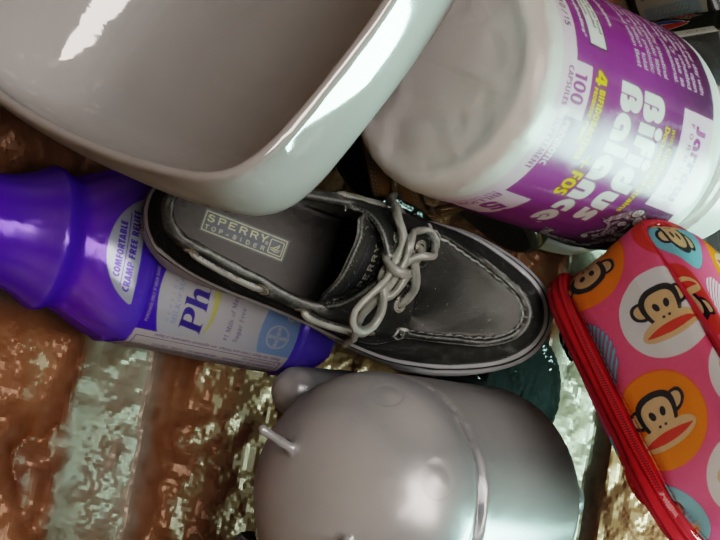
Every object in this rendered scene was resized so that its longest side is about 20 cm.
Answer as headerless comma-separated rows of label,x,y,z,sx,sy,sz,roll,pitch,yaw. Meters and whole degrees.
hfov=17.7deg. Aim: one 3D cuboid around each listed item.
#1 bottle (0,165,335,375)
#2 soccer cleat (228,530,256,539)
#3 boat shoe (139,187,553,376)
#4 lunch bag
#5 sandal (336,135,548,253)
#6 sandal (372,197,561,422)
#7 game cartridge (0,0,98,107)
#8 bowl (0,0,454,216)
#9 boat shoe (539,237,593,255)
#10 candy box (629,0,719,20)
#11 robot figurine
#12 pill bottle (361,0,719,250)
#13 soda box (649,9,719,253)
bottle,-0.103,-0.006,1.084,0.199,0.065,0.084,14,81,-29
soccer cleat,-0.022,0.184,1.125,0.200,0.085,0.069,25,30,-45
boat shoe,0.001,-0.003,1.042,0.199,0.068,0.074,23,84,-14
lunch bag,0.177,0.081,1.088,0.200,0.082,0.177,35,26,-55
sandal,0.007,-0.065,1.145,0.200,0.082,0.055,38,80,-23
sandal,0.053,0.022,1.147,0.200,0.048,0.076,36,59,-45
game cartridge,-0.163,-0.158,1.042,0.200,0.041,0.133,-45,134,-19
bowl,-0.052,-0.116,1.002,0.200,0.199,0.075,-54,142,-14
boat shoe,0.076,-0.085,1.190,0.200,0.068,0.072,49,66,-18
candy box,0.259,-0.100,1.294,0.167,0.071,0.201,-26,100,-28
robot figurine,0.027,0.107,1.077,0.113,0.170,0.200,-54,149,15
pill bottle,0.099,-0.071,1.077,0.199,0.112,0.113,15,79,-47
soda box,0.174,-0.030,1.216,0.063,0.070,0.201,-52,132,-70
